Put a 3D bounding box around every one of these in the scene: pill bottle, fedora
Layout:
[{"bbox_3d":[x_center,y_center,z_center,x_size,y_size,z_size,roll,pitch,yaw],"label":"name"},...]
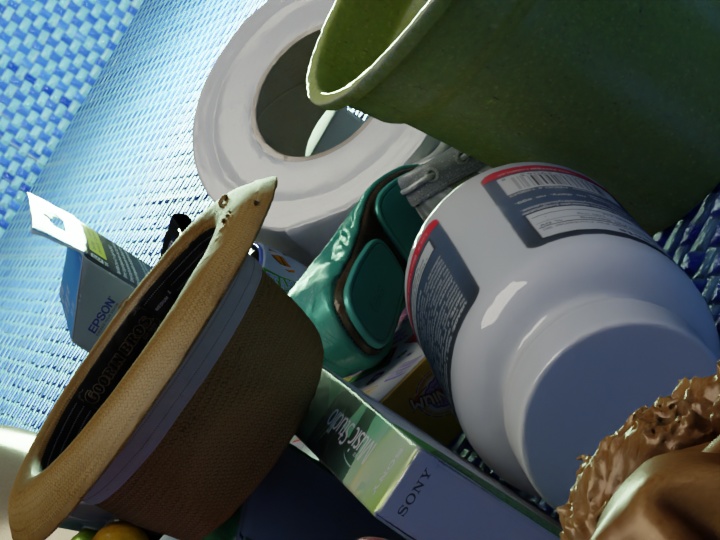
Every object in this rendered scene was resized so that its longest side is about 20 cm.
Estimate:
[{"bbox_3d":[0.092,0.033,0.931,0.120,0.119,0.200,-54,17,10],"label":"pill bottle"},{"bbox_3d":[-0.074,0.054,0.928,0.201,0.082,0.201,-50,12,14],"label":"fedora"}]

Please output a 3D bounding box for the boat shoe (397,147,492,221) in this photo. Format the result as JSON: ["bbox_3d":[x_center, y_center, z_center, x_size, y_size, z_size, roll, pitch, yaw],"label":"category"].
[{"bbox_3d":[0.104,-0.091,1.177,0.202,0.065,0.074,-46,12,-18],"label":"boat shoe"}]

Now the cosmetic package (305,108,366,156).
[{"bbox_3d":[-0.045,-0.006,1.465,0.201,0.084,0.107,-62,15,-12],"label":"cosmetic package"}]

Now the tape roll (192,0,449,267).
[{"bbox_3d":[-0.010,-0.099,1.369,0.201,0.071,0.204,-16,55,24],"label":"tape roll"}]

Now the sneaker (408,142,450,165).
[{"bbox_3d":[0.048,-0.031,1.261,0.201,0.071,0.073,-64,17,-20],"label":"sneaker"}]

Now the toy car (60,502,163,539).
[{"bbox_3d":[-0.115,0.196,1.177,0.200,0.149,0.177,149,130,-69],"label":"toy car"}]

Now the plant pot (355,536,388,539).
[{"bbox_3d":[-0.011,0.210,0.813,0.179,0.200,0.200,-47,12,-22],"label":"plant pot"}]

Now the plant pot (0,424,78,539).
[{"bbox_3d":[-0.207,0.197,1.442,0.199,0.187,0.188,-8,50,52],"label":"plant pot"}]

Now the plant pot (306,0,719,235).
[{"bbox_3d":[0.102,-0.118,1.063,0.201,0.184,0.201,-49,18,23],"label":"plant pot"}]

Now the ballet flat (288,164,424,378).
[{"bbox_3d":[0.000,0.000,1.150,0.070,0.068,0.200,-25,15,28],"label":"ballet flat"}]

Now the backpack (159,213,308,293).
[{"bbox_3d":[-0.077,0.073,1.295,0.201,0.153,0.190,-66,9,-10],"label":"backpack"}]

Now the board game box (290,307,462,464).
[{"bbox_3d":[0.022,0.064,1.103,0.200,0.040,0.153,-43,8,-27],"label":"board game box"}]

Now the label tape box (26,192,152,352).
[{"bbox_3d":[-0.177,0.030,1.575,0.066,0.199,0.143,-57,16,4],"label":"label tape box"}]

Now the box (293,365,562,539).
[{"bbox_3d":[0.045,0.102,0.893,0.037,0.144,0.200,-57,16,-2],"label":"box"}]

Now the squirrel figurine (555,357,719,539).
[{"bbox_3d":[0.160,0.056,0.669,0.187,0.141,0.200,-51,19,0],"label":"squirrel figurine"}]

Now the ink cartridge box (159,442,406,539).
[{"bbox_3d":[-0.050,0.193,1.000,0.200,0.146,0.083,-46,19,30],"label":"ink cartridge box"}]
